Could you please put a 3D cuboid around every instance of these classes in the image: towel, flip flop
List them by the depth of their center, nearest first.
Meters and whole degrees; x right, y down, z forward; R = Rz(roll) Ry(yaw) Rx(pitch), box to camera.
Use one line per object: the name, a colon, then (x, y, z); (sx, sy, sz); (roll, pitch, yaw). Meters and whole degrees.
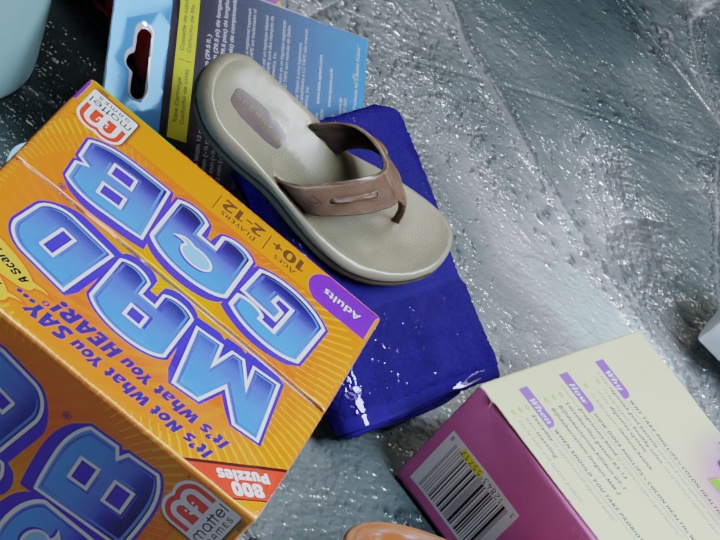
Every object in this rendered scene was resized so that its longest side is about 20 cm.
flip flop: (-0.017, -0.064, 1.495); (0.200, 0.058, 0.081); (43, 51, -22)
towel: (0.000, 0.000, 1.561); (0.148, 0.050, 0.200); (-17, 86, -45)

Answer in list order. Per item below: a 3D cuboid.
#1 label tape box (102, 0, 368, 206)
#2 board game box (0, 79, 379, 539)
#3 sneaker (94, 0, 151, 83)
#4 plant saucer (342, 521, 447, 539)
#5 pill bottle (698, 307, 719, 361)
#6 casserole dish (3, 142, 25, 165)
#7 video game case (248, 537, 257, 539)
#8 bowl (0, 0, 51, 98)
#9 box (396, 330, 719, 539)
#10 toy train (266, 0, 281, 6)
label tape box: (-0.094, -0.106, 1.586); (0.200, 0.066, 0.144); (16, 69, -33)
board game box: (-0.149, 0.068, 1.245); (0.200, 0.200, 0.200); (39, 33, -4)
sneaker: (-0.189, -0.204, 1.669); (0.115, 0.078, 0.200); (1, 48, -23)
plant saucer: (0.069, 0.213, 1.374); (0.200, 0.037, 0.200); (29, 11, -7)
pill bottle: (0.358, 0.087, 1.836); (0.200, 0.120, 0.120); (44, 32, 2)
casserole dish: (-0.146, -0.005, 1.476); (0.200, 0.039, 0.121); (19, 47, -30)
video game case: (0.021, 0.235, 1.325); (0.181, 0.026, 0.200); (30, 11, -18)
bowl: (-0.268, -0.214, 1.544); (0.201, 0.105, 0.201); (29, 34, -22)
box: (0.154, 0.150, 1.568); (0.200, 0.097, 0.176); (-15, 62, -52)
toy train: (-0.093, -0.211, 1.719); (0.150, 0.056, 0.200); (88, -19, -76)
